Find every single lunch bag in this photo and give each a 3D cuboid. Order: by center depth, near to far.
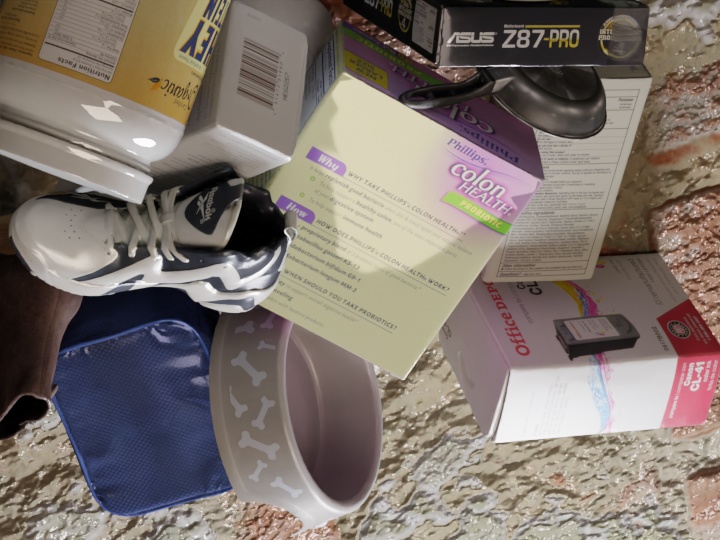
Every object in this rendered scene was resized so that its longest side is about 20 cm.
[{"bbox_3d":[-0.165,0.088,1.774,0.135,0.133,0.201,-14,123,4],"label":"lunch bag"}]

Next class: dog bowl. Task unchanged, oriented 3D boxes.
[{"bbox_3d":[-0.045,0.106,1.748,0.058,0.201,0.200,-11,137,24],"label":"dog bowl"}]

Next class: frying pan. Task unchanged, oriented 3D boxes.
[{"bbox_3d":[0.105,-0.150,1.646,0.189,0.115,0.031,12,132,-27],"label":"frying pan"}]

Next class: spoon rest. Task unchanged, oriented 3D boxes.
[{"bbox_3d":[-0.097,-0.183,1.644,0.099,0.061,0.199,-45,142,18],"label":"spoon rest"}]

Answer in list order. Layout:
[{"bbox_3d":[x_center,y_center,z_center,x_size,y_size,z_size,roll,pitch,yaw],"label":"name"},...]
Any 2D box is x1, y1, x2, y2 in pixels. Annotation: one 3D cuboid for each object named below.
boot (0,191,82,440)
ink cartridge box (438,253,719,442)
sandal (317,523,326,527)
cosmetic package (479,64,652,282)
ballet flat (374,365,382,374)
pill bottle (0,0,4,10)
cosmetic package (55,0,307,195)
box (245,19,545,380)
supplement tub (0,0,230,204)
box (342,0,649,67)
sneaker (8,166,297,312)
[{"bbox_3d":[-0.263,0.044,1.639,0.072,0.168,0.200,19,154,-24],"label":"boot"},{"bbox_3d":[0.184,0.063,1.879,0.198,0.148,0.086,-2,128,-20],"label":"ink cartridge box"},{"bbox_3d":[-0.065,0.153,1.902,0.059,0.079,0.208,-16,133,-11],"label":"sandal"},{"bbox_3d":[0.154,-0.090,1.793,0.103,0.073,0.201,-1,127,-20],"label":"cosmetic package"},{"bbox_3d":[0.000,0.000,1.820,0.075,0.068,0.201,-34,134,-19],"label":"ballet flat"},{"bbox_3d":[-0.285,-0.201,1.509,0.110,0.112,0.201,-13,131,-10],"label":"pill bottle"},{"bbox_3d":[-0.130,-0.108,1.591,0.074,0.102,0.199,23,153,-34],"label":"cosmetic package"},{"bbox_3d":[0.009,-0.052,1.673,0.175,0.097,0.201,27,115,-16],"label":"box"},{"bbox_3d":[-0.168,-0.158,1.477,0.144,0.144,0.201,21,88,-33],"label":"supplement tub"},{"bbox_3d":[0.094,-0.189,1.605,0.160,0.200,0.050,0,108,-20],"label":"box"},{"bbox_3d":[-0.133,-0.033,1.540,0.198,0.080,0.130,17,148,-19],"label":"sneaker"}]
